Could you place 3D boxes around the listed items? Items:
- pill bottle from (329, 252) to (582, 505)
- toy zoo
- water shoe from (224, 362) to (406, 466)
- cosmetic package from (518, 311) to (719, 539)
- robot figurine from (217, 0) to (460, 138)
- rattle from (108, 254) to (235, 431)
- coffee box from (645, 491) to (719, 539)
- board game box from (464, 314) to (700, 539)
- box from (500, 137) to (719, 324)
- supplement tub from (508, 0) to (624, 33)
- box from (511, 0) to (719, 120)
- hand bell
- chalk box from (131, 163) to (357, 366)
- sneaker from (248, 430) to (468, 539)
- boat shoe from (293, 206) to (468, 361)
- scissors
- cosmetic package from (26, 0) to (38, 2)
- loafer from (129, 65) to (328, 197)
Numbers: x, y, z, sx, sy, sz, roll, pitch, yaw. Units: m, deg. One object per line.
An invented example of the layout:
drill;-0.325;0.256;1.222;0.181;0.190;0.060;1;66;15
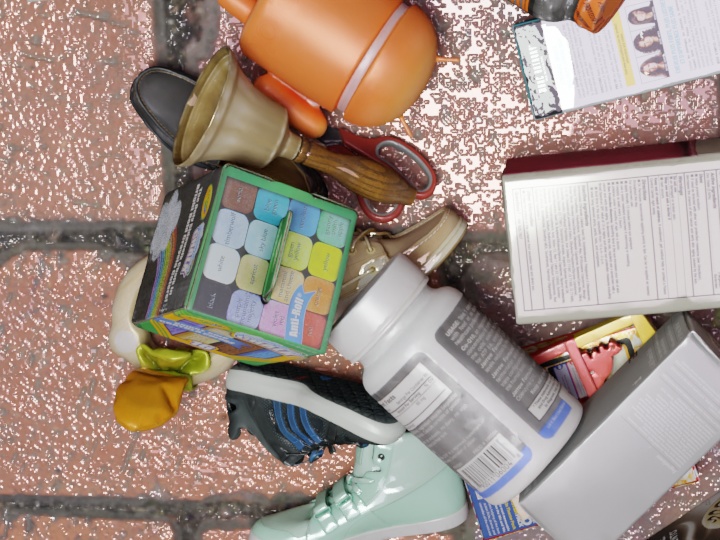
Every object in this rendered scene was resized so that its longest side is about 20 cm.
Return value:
pill bottle;0.074;0.086;1.379;0.200;0.114;0.114;43;103;-1
toy zoo;0.202;0.117;1.436;0.199;0.020;0.132;-25;97;11
water shoe;-0.038;0.134;1.462;0.199;0.071;0.079;16;105;43
cosmetic package;0.224;0.135;1.373;0.200;0.107;0.090;-44;94;11
robot figurine;-0.021;-0.195;1.401;0.199;0.117;0.144;32;65;0
rattle;-0.151;0.021;1.453;0.130;0.143;0.200;41;110;13
coffee box;0.344;0.230;1.442;0.200;0.113;0.080;-36;95;12
board game box;0.180;0.137;1.478;0.199;0.046;0.152;-17;99;10
box;0.222;-0.035;1.405;0.199;0.109;0.129;-5;101;8
supplement tub;0.129;-0.281;1.343;0.200;0.122;0.123;34;104;11
box;0.232;-0.190;1.402;0.199;0.049;0.083;-13;99;10
hand bell;-0.043;-0.096;1.382;0.199;0.104;0.105;23;105;-21
chalk box;-0.087;-0.003;1.354;0.123;0.200;0.126;19;77;-22
sneaker;-0.011;0.183;1.496;0.199;0.074;0.119;-12;106;0
boat shoe;0.000;0.000;1.459;0.200;0.074;0.069;-36;101;13
scissors;-0.022;-0.120;1.467;0.200;0.014;0.073;42;79;11
cosmetic package;-0.236;-0.331;1.414;0.103;0.087;0.201;-5;101;7
loafer;-0.111;-0.114;1.440;0.199;0.072;0.073;33;82;2
